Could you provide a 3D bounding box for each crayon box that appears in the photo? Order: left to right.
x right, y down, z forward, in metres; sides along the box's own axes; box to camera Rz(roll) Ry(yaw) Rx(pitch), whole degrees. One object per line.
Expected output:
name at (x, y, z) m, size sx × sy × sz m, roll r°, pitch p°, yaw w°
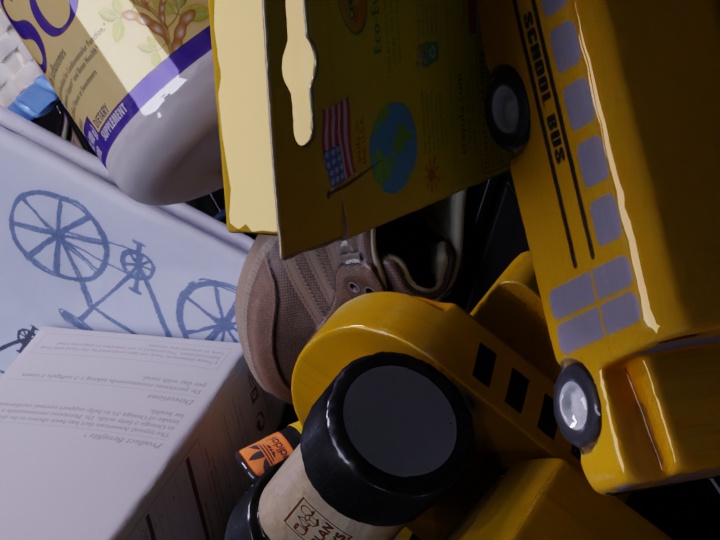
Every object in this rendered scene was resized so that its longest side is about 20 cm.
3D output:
crayon box at (0.004, -0.087, 0.893) m, size 0.051 × 0.200 × 0.127 m, roll 4°, pitch 105°, yaw 30°

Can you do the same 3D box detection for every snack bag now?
snack bag at (-0.121, 0.035, 1.221) m, size 0.188 × 0.021 × 0.200 m, roll 26°, pitch 130°, yaw 6°

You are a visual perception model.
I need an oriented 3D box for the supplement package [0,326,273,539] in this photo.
supplement package at (-0.126, 0.130, 1.145) m, size 0.117 × 0.200 × 0.117 m, roll 5°, pitch 125°, yaw 24°

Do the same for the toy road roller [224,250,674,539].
toy road roller at (0.062, 0.085, 0.949) m, size 0.200 × 0.146 × 0.123 m, roll 39°, pitch 144°, yaw 2°

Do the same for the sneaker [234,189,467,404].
sneaker at (0.000, 0.000, 1.072) m, size 0.076 × 0.070 × 0.200 m, roll 60°, pitch 147°, yaw 37°

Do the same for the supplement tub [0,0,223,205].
supplement tub at (-0.087, -0.144, 1.071) m, size 0.200 × 0.145 × 0.145 m, roll 56°, pitch 148°, yaw 10°

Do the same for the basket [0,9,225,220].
basket at (-0.112, -0.106, 1.218) m, size 0.200 × 0.139 × 0.176 m, roll 55°, pitch 152°, yaw -8°

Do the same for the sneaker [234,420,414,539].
sneaker at (-0.033, 0.147, 1.155) m, size 0.070 × 0.090 × 0.200 m, roll 51°, pitch 140°, yaw 46°

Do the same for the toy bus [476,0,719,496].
toy bus at (0.096, -0.029, 0.875) m, size 0.078 × 0.065 × 0.200 m, roll -32°, pitch 67°, yaw 60°
